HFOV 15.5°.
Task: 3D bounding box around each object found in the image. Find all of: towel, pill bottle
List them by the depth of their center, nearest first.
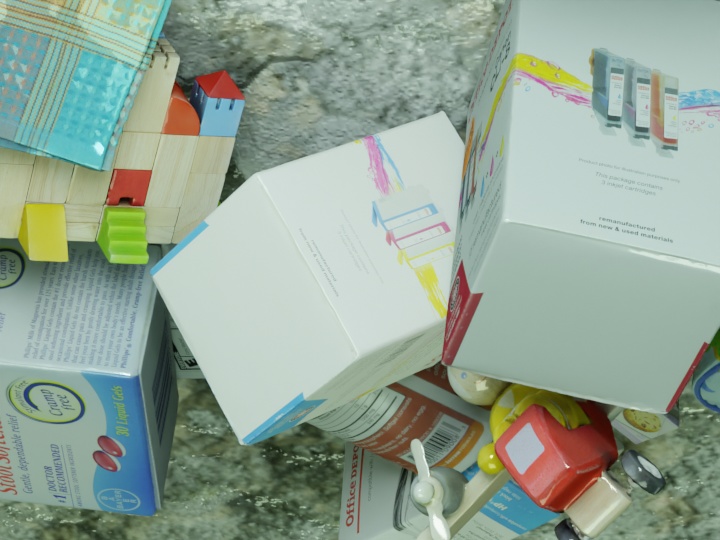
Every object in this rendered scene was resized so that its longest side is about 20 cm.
[{"bbox_3d":[-0.174,-0.158,1.469,0.146,0.022,0.201,14,111,-25],"label":"towel"},{"bbox_3d":[-0.005,0.053,1.747,0.199,0.113,0.112,27,138,-26],"label":"pill bottle"}]

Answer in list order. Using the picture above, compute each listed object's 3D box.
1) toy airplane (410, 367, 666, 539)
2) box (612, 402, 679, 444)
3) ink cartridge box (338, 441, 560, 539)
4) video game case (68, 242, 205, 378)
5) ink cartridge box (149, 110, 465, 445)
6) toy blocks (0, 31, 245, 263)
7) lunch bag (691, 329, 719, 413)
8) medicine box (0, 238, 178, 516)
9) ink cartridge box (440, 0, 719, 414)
[{"bbox_3d":[0.115,0.089,1.663,0.141,0.200,0.199,41,149,-5],"label":"toy airplane"},{"bbox_3d":[0.144,0.053,1.789,0.041,0.039,0.200,-25,134,32],"label":"box"},{"bbox_3d":[0.049,0.146,1.859,0.068,0.117,0.200,33,134,-31],"label":"ink cartridge box"},{"bbox_3d":[-0.197,0.012,1.763,0.181,0.022,0.200,-2,145,15],"label":"video game case"},{"bbox_3d":[0.000,0.000,1.613,0.199,0.126,0.128,-21,167,-45],"label":"ink cartridge box"},{"bbox_3d":[-0.152,-0.089,1.577,0.199,0.100,0.137,2,120,-28],"label":"toy blocks"},{"bbox_3d":[0.324,0.056,1.739,0.199,0.083,0.161,23,138,-22],"label":"lunch bag"},{"bbox_3d":[-0.227,0.066,1.736,0.198,0.103,0.183,5,146,4],"label":"medicine box"},{"bbox_3d":[0.137,-0.050,1.525,0.144,0.201,0.146,12,142,-6],"label":"ink cartridge box"}]
